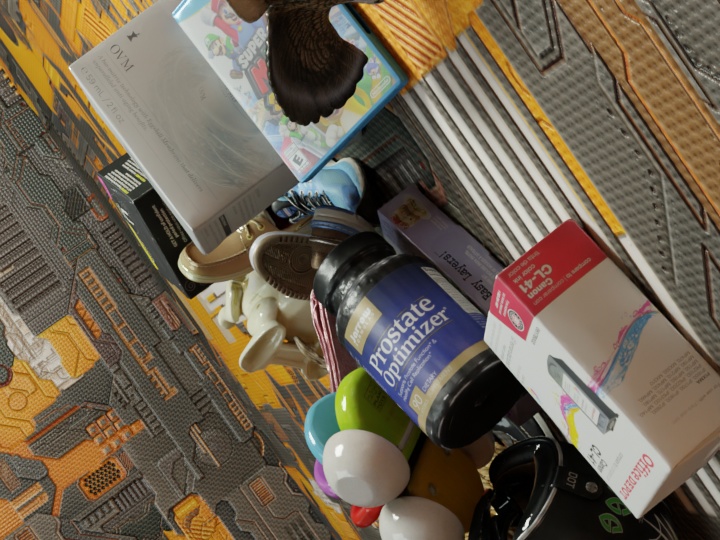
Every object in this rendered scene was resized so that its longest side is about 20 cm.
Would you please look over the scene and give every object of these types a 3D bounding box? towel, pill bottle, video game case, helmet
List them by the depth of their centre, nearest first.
[{"bbox_3d":[-0.065,-0.198,1.264,0.143,0.018,0.200,-42,81,31],"label":"video game case"},{"bbox_3d":[0.049,0.057,1.289,0.200,0.112,0.112,44,163,32],"label":"pill bottle"},{"bbox_3d":[0.199,0.264,1.321,0.190,0.201,0.200,37,170,-15],"label":"helmet"},{"bbox_3d":[0.022,0.100,1.528,0.200,0.023,0.145,14,-121,-54],"label":"towel"}]

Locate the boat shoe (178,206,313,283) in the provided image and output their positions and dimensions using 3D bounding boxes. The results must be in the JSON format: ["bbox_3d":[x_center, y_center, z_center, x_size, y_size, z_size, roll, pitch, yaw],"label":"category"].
[{"bbox_3d":[-0.117,-0.051,1.608,0.074,0.199,0.067,45,146,28],"label":"boat shoe"}]

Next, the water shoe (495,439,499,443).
[{"bbox_3d":[0.147,0.272,1.730,0.071,0.079,0.201,36,157,51],"label":"water shoe"}]

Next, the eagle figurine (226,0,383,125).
[{"bbox_3d":[-0.042,-0.214,1.107,0.150,0.152,0.200,34,161,-6],"label":"eagle figurine"}]

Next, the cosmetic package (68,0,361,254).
[{"bbox_3d":[-0.134,-0.161,1.369,0.200,0.200,0.123,52,173,8],"label":"cosmetic package"}]

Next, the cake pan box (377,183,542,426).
[{"bbox_3d":[0.105,0.038,1.387,0.200,0.052,0.185,45,165,32],"label":"cake pan box"}]

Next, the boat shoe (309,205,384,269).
[{"bbox_3d":[0.000,0.000,1.467,0.072,0.073,0.200,10,166,35],"label":"boat shoe"}]

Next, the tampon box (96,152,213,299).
[{"bbox_3d":[-0.178,-0.096,1.685,0.126,0.200,0.150,33,154,55],"label":"tampon box"}]

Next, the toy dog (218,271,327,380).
[{"bbox_3d":[-0.112,0.014,1.835,0.200,0.139,0.195,56,133,42],"label":"toy dog"}]

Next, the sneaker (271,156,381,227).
[{"bbox_3d":[-0.046,-0.074,1.523,0.200,0.090,0.079,26,144,58],"label":"sneaker"}]

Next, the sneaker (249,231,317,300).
[{"bbox_3d":[-0.054,-0.020,1.568,0.199,0.072,0.112,14,-159,-38],"label":"sneaker"}]

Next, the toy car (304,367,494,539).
[{"bbox_3d":[0.025,0.182,1.376,0.149,0.175,0.200,-21,119,39],"label":"toy car"}]

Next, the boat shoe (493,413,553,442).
[{"bbox_3d":[0.128,0.136,1.514,0.200,0.060,0.074,47,163,25],"label":"boat shoe"}]

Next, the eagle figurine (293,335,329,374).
[{"bbox_3d":[0.032,0.114,1.710,0.151,0.152,0.200,17,151,-33],"label":"eagle figurine"}]

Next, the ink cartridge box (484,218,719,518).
[{"bbox_3d":[0.193,0.079,1.126,0.200,0.085,0.148,51,165,19],"label":"ink cartridge box"}]

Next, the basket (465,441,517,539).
[{"bbox_3d":[0.164,0.293,1.562,0.143,0.149,0.200,49,168,-12],"label":"basket"}]
